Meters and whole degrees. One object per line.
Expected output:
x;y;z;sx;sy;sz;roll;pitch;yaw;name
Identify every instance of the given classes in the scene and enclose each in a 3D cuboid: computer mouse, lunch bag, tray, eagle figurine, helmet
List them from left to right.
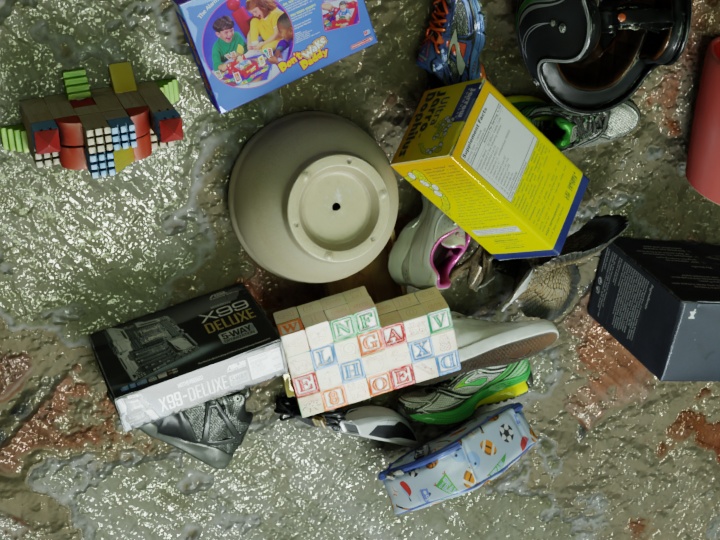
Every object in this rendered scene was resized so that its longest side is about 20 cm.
-0.005;0.190;1.792;0.199;0.109;0.044;17;79;-40;computer mouse
0.000;0.000;1.726;0.098;0.037;0.202;-20;119;-13;tray
0.121;0.243;1.804;0.199;0.160;0.076;-22;86;-40;lunch bag
0.234;-0.014;1.768;0.198;0.152;0.153;11;89;-22;eagle figurine
0.270;-0.290;1.612;0.198;0.191;0.202;4;77;-19;helmet

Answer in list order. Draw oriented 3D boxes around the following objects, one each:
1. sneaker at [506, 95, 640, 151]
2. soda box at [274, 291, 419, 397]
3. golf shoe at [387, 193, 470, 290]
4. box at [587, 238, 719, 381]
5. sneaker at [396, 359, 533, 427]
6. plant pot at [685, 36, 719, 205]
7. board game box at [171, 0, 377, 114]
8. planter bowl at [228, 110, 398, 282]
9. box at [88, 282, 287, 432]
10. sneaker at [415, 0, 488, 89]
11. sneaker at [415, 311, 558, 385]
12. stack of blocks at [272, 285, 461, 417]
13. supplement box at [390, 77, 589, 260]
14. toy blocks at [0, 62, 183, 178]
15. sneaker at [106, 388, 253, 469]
0.257;-0.174;1.714;0.198;0.085;0.079;-11;118;-19;sneaker
-0.006;0.089;1.705;0.198;0.064;0.068;-13;118;-7;soda box
0.110;-0.065;1.693;0.075;0.091;0.202;24;89;-43;golf shoe
0.437;0.051;1.839;0.195;0.200;0.119;2;113;-23;box
0.132;0.141;1.835;0.199;0.078;0.086;-22;114;-22;sneaker
0.508;-0.180;1.779;0.198;0.201;0.179;0;124;-23;plant pot
-0.094;-0.278;1.547;0.199;0.045;0.135;-26;121;-10;board game box
-0.041;-0.077;1.584;0.198;0.135;0.203;-2;99;-15;planter bowl
-0.200;0.096;1.614;0.198;0.158;0.050;-19;120;-13;box
0.102;-0.261;1.624;0.078;0.075;0.202;-15;117;-12;sneaker
0.149;0.079;1.779;0.198;0.085;0.073;-14;151;4;sneaker
0.008;0.083;1.636;0.198;0.059;0.116;-16;118;-6;stack of blocks
0.151;-0.113;1.614;0.200;0.109;0.110;39;65;-30;supplement box
-0.273;-0.146;1.479;0.198;0.137;0.101;-11;118;-17;toy blocks
-0.209;0.156;1.690;0.199;0.076;0.115;31;97;-35;sneaker
